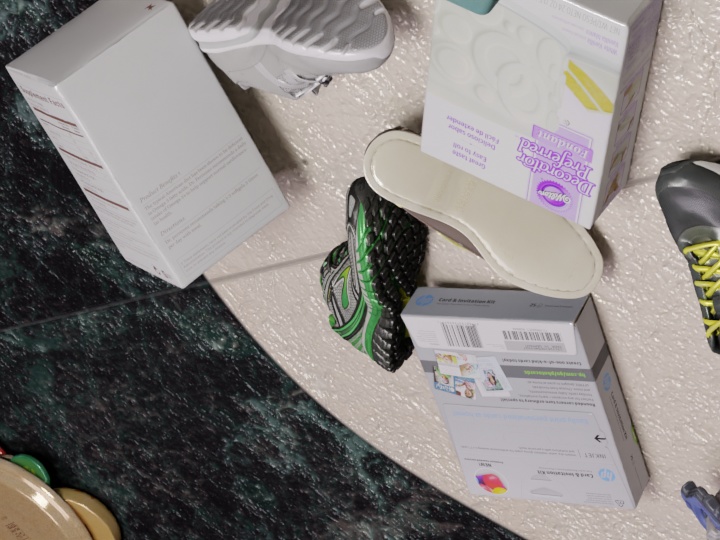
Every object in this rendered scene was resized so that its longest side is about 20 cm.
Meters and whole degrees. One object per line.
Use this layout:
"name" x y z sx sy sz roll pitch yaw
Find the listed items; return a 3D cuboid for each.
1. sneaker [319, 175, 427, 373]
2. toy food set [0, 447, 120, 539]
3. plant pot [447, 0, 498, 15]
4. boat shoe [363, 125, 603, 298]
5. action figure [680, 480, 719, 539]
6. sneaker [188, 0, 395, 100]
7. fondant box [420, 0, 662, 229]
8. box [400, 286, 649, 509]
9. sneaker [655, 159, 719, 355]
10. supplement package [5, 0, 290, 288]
"sneaker" 0.000 0.000 1.837 0.085 0.078 0.200 24 142 21
"toy food set" -0.355 0.264 2.457 0.198 0.049 0.200 39 145 2
"plant pot" 0.067 -0.270 1.444 0.141 0.141 0.200 26 146 18
"boat shoe" 0.092 -0.045 1.723 0.200 0.072 0.060 28 -175 -5
"action figure" 0.343 0.206 1.734 0.200 0.105 0.194 55 155 22
"sneaker" -0.038 -0.167 1.711 0.200 0.075 0.082 12 143 49
"fondant box" 0.123 -0.139 1.598 0.144 0.058 0.200 26 143 18
"box" 0.134 0.103 1.845 0.156 0.041 0.200 2 129 32
"sneaker" 0.268 0.011 1.604 0.074 0.085 0.200 -20 114 49
"supplement package" -0.168 -0.106 1.817 0.117 0.117 0.200 23 147 60
